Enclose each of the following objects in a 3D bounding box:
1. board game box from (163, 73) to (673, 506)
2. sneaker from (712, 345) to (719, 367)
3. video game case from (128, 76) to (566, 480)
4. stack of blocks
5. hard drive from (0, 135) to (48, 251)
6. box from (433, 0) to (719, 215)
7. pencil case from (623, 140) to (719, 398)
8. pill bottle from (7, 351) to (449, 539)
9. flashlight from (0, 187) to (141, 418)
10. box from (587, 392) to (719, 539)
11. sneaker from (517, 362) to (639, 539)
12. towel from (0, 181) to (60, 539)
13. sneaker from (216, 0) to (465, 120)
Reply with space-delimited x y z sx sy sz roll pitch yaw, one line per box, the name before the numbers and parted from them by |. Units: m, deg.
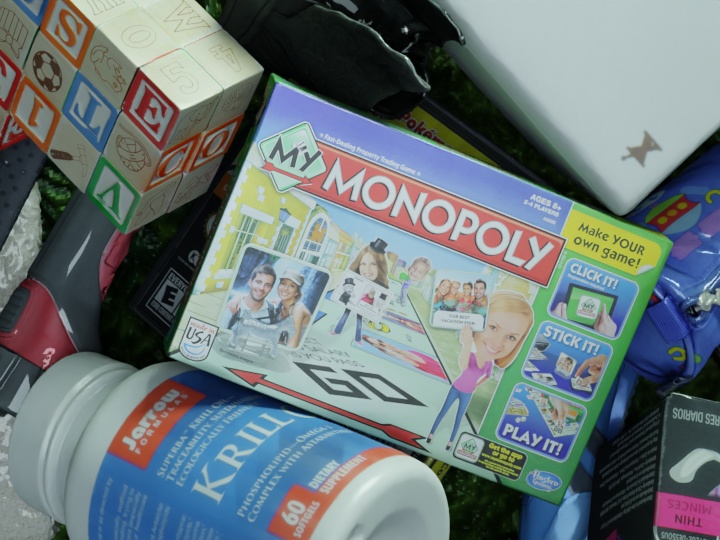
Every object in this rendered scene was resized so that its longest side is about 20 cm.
board game box | 0.026 0.010 1.017 0.199 0.029 0.135 21 99 -11
sneaker | 0.265 0.076 1.166 0.085 0.077 0.200 -39 100 -1
video game case | 0.000 0.000 1.107 0.200 0.025 0.181 38 98 31
stack of blocks | -0.149 -0.113 1.057 0.200 0.058 0.115 45 136 15
hard drive | -0.263 -0.056 1.110 0.199 0.042 0.136 25 79 1
box | 0.118 -0.170 1.066 0.200 0.171 0.199 -42 99 4
pencil case | 0.194 -0.027 1.103 0.200 0.087 0.078 -39 111 -22
pill bottle | -0.067 0.108 1.035 0.199 0.112 0.113 20 100 32
flashlight | -0.125 -0.010 1.122 0.068 0.068 0.201 30 81 8
box | 0.174 0.176 1.059 0.121 0.106 0.201 11 70 -10
sneaker | 0.101 0.069 1.159 0.078 0.066 0.202 14 95 -9
towel | -0.226 0.049 1.157 0.131 0.034 0.202 -3 100 -2
sneaker | -0.014 -0.104 1.054 0.104 0.200 0.060 44 74 1
